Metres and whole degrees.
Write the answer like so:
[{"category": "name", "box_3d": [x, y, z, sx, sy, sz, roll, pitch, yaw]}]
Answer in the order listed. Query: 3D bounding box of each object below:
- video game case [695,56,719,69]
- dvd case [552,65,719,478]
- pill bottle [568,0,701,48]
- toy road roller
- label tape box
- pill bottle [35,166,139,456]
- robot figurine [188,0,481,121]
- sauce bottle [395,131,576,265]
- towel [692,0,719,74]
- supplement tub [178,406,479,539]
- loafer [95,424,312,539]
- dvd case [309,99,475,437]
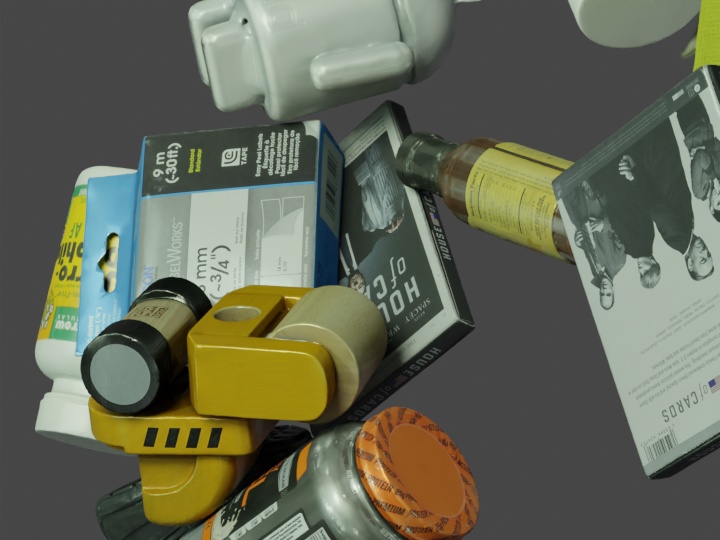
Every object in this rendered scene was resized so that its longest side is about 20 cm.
[{"category": "video game case", "box_3d": [0.290, -0.064, 1.585, 0.181, 0.045, 0.201, -27, 55, 39]}, {"category": "dvd case", "box_3d": [0.193, 0.002, 1.585, 0.150, 0.025, 0.201, -38, 62, 45]}, {"category": "pill bottle", "box_3d": [0.159, -0.249, 1.751, 0.120, 0.119, 0.201, -39, 49, 29]}, {"category": "toy road roller", "box_3d": [-0.083, 0.091, 1.782, 0.199, 0.123, 0.147, 0, 109, 16]}, {"category": "label tape box", "box_3d": [-0.116, -0.021, 1.891, 0.199, 0.063, 0.145, -5, 67, 16]}, {"category": "pill bottle", "box_3d": [-0.180, 0.032, 1.999, 0.112, 0.113, 0.201, 1, 75, 47]}, {"category": "robot figurine", "box_3d": [-0.017, -0.173, 1.876, 0.199, 0.113, 0.170, -17, 37, -10]}, {"category": "sauce bottle", "box_3d": [0.099, -0.053, 1.774, 0.200, 0.065, 0.065, 24, 91, 51]}, {"category": "towel", "box_3d": [0.230, -0.110, 1.624, 0.086, 0.018, 0.201, -6, 70, 48]}, {"category": "supplement tub", "box_3d": [-0.024, 0.180, 1.759, 0.200, 0.122, 0.123, -38, 49, 30]}, {"category": "loafer", "box_3d": [-0.104, 0.164, 1.904, 0.200, 0.068, 0.071, -25, 91, 36]}, {"category": "dvd case", "box_3d": [0.000, 0.000, 1.887, 0.150, 0.025, 0.201, -41, 47, 29]}]
